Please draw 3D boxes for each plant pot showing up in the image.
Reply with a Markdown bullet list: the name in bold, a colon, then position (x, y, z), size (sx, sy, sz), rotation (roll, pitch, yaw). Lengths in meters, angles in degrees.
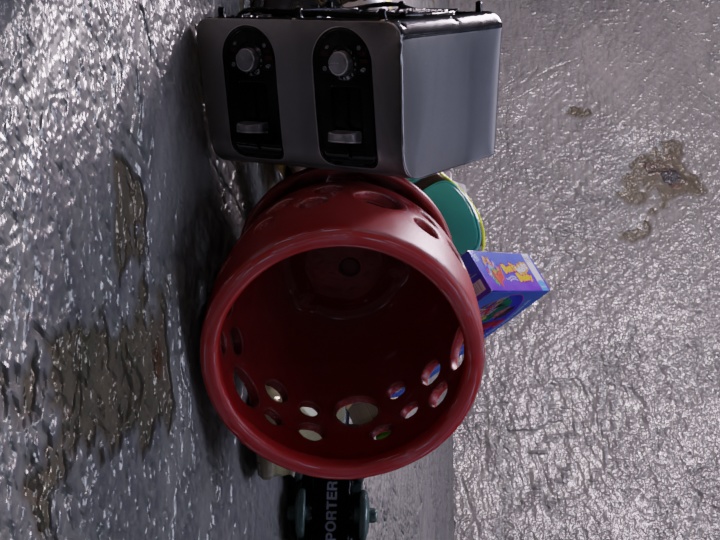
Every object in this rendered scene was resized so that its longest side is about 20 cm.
- **plant pot**: position (-0.013, 0.023, 0.872), size (0.183, 0.199, 0.202), rotation (-92, 175, -62)

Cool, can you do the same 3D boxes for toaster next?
- **toaster**: position (0.000, -0.144, 0.888), size (0.200, 0.180, 0.120), rotation (-23, 117, -55)

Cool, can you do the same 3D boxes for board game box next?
- **board game box**: position (0.071, 0.057, 1.123), size (0.134, 0.200, 0.045), rotation (2, 54, -58)

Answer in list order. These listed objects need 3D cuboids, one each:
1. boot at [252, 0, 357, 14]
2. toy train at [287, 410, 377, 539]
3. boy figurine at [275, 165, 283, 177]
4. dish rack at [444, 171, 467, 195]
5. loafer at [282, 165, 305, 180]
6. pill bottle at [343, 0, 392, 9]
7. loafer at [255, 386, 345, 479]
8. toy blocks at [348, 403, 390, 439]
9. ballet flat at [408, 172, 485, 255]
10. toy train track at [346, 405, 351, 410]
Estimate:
- **boot**: position (-0.007, -0.253, 1.042), size (0.069, 0.173, 0.202), rotation (-25, 112, -81)
- **toy train**: position (-0.027, 0.233, 1.097), size (0.114, 0.084, 0.202), rotation (92, -1, -73)
- **boy figurine**: position (-0.034, -0.095, 1.068), size (0.065, 0.124, 0.200), rotation (-51, 138, -18)
- **dish rack**: position (0.089, -0.001, 1.335), size (0.201, 0.043, 0.172), rotation (-86, -165, -55)
- **loafer**: position (-0.057, -0.013, 0.997), size (0.072, 0.063, 0.201), rotation (41, -54, 43)
- **pill bottle**: position (-0.020, -0.307, 1.180), size (0.112, 0.110, 0.201), rotation (77, 14, -51)
- **loafer**: position (-0.048, 0.117, 1.009), size (0.200, 0.068, 0.076), rotation (-67, 153, -70)
- **toy blocks**: position (0.006, 0.090, 1.358), size (0.201, 0.099, 0.137), rotation (-82, 155, -53)
- **ballet flat**: position (0.061, -0.073, 1.175), size (0.200, 0.067, 0.067), rotation (53, -14, 26)
- **toy train track**: position (-0.003, 0.068, 1.195), size (0.200, 0.032, 0.115), rotation (-48, 147, -24)
